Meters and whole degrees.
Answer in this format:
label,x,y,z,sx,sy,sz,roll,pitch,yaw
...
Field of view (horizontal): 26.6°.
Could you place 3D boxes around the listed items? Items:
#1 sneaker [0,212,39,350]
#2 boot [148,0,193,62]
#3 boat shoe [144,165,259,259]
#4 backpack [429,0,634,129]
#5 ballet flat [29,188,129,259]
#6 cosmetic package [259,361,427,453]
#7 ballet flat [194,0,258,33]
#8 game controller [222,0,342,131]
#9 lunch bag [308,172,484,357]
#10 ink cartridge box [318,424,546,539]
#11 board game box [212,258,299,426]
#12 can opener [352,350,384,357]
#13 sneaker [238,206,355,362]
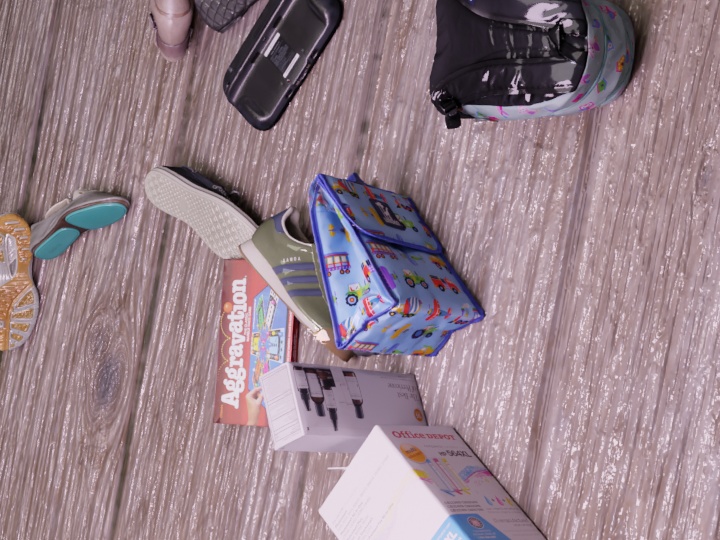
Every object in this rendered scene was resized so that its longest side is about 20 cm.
label,x,y,z,sx,sy,sz,roll,pitch,yaw
sneaker,-0.503,0.013,2.207,0.088,0.075,0.201,-146,61,-70
boot,-0.248,-0.368,2.000,0.200,0.070,0.147,-93,7,-60
boat shoe,-0.182,-0.074,1.906,0.200,0.062,0.075,33,123,26
backpack,0.174,-0.227,1.544,0.199,0.126,0.168,7,101,43
ballet flat,-0.393,-0.079,2.107,0.200,0.067,0.064,-28,57,37
cosmetic package,-0.013,0.148,1.617,0.051,0.200,0.083,-28,66,37
ballet flat,-0.136,-0.366,1.895,0.200,0.057,0.067,-37,18,35
game controller,-0.097,-0.271,1.876,0.104,0.042,0.200,45,116,22
lunch bag,0.022,-0.016,1.641,0.094,0.150,0.201,-40,59,32
ink cartridge box,0.065,0.254,1.577,0.200,0.128,0.125,49,116,35
board game box,-0.124,0.087,1.836,0.103,0.019,0.201,1,84,26
can opener,0.000,0.000,1.717,0.053,0.067,0.201,-26,67,37
sneaker,-0.053,0.007,1.766,0.090,0.067,0.200,-46,65,6
